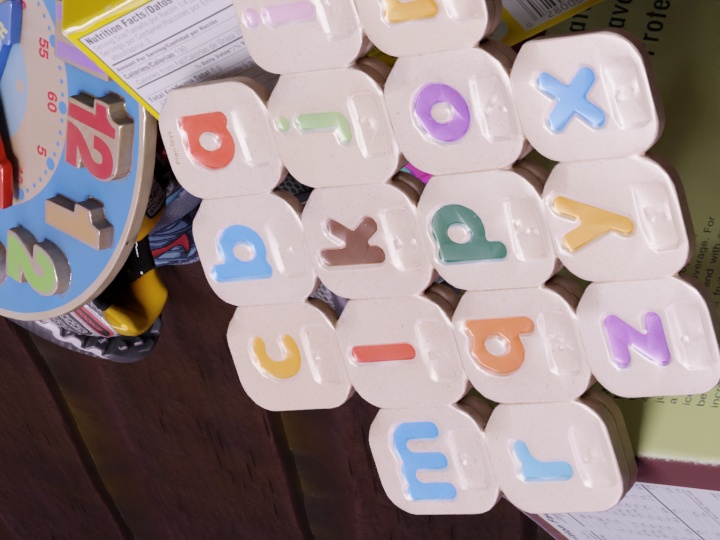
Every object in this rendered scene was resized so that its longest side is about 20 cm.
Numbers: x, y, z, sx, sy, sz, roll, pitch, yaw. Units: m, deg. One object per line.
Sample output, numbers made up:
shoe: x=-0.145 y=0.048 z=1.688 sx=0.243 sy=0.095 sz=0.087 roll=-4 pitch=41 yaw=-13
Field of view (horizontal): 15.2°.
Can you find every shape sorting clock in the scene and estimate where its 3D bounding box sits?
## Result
shape sorting clock: x=-0.148 y=-0.078 z=1.063 sx=0.200 sy=0.200 sz=0.039 roll=-1 pitch=-167 yaw=43

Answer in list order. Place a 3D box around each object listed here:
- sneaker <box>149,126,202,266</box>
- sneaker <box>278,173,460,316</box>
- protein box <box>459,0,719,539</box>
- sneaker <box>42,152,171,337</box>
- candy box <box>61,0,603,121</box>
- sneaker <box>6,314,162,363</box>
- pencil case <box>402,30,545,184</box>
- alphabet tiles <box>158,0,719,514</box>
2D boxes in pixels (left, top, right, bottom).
sneaker: x=-0.099 y=-0.044 z=1.289 sx=0.095 sy=0.079 sz=0.200 roll=4 pitch=170 yaw=-25
sneaker: x=0.000 y=0.000 z=1.215 sx=0.114 sy=0.076 sz=0.199 roll=33 pitch=177 yaw=11
protein box: x=0.160 y=0.003 z=0.951 sx=0.200 sy=0.199 sz=0.135 roll=3 pitch=155 yaw=37
sneaker: x=-0.116 y=-0.056 z=1.152 sx=0.082 sy=0.078 sz=0.200 roll=19 pitch=136 yaw=23
candy box: x=0.008 y=-0.102 z=0.914 sx=0.200 sy=0.026 sz=0.102 roll=-25 pitch=136 yaw=21
sneaker: x=-0.200 y=-0.010 z=1.465 sx=0.200 sy=0.067 sz=0.090 roll=30 pitch=161 yaw=-21
pencil case: x=-0.014 y=-0.107 z=0.994 sx=0.088 sy=0.089 sz=0.200 roll=-1 pitch=151 yaw=44
alphabet tiles: x=0.024 y=-0.013 z=0.880 sx=0.195 sy=0.015 sz=0.200 roll=-6 pitch=109 yaw=38
